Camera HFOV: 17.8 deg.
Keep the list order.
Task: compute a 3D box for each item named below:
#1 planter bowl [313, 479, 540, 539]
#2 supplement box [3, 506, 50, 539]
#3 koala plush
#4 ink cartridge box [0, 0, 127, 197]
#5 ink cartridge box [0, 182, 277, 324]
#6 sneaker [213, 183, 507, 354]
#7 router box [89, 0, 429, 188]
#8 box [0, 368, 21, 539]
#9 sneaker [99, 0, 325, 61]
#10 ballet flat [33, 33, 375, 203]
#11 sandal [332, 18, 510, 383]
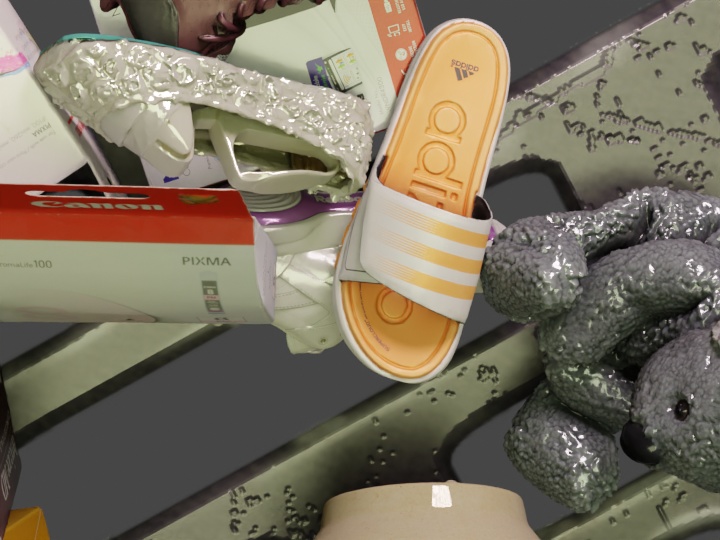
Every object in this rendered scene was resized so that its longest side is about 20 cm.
[{"bbox_3d":[0.038,0.198,1.326,0.198,0.200,0.136,0,72,-4],"label":"planter bowl"},{"bbox_3d":[-0.270,0.256,1.290,0.198,0.133,0.199,-8,102,27],"label":"supplement box"},{"bbox_3d":[0.192,0.057,1.278,0.182,0.200,0.179,-22,121,-17],"label":"koala plush"},{"bbox_3d":[-0.207,-0.099,1.281,0.067,0.117,0.201,-32,100,2],"label":"ink cartridge box"},{"bbox_3d":[-0.131,-0.005,1.201,0.161,0.200,0.058,1,86,3],"label":"ink cartridge box"},{"bbox_3d":[0.000,0.000,1.347,0.198,0.075,0.100,4,118,-5],"label":"sneaker"},{"bbox_3d":[-0.064,-0.161,1.314,0.178,0.049,0.202,-18,101,-1],"label":"router box"},{"bbox_3d":[-0.290,0.050,1.275,0.163,0.166,0.202,-11,101,-3],"label":"box"},{"bbox_3d":[-0.051,-0.150,1.262,0.198,0.076,0.117,14,104,4],"label":"sneaker"},{"bbox_3d":[-0.078,-0.078,1.237,0.198,0.072,0.072,9,99,-25],"label":"ballet flat"},{"bbox_3d":[0.037,-0.043,1.271,0.078,0.059,0.209,13,86,-5],"label":"sandal"}]
